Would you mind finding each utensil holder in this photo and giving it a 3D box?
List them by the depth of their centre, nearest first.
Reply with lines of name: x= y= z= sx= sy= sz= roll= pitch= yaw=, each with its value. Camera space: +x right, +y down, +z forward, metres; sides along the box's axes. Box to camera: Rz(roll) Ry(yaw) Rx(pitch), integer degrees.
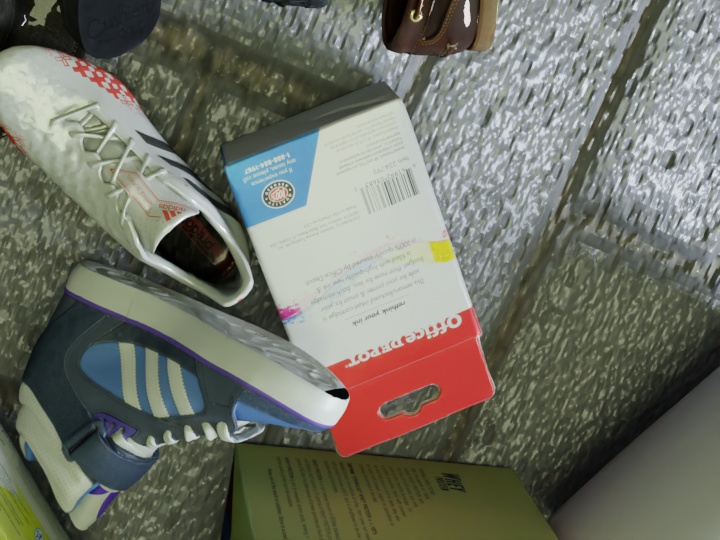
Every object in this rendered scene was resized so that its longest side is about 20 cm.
utensil holder: x=0.245 y=0.162 z=0.890 sx=0.199 sy=0.170 sz=0.170 roll=-40 pitch=108 yaw=6

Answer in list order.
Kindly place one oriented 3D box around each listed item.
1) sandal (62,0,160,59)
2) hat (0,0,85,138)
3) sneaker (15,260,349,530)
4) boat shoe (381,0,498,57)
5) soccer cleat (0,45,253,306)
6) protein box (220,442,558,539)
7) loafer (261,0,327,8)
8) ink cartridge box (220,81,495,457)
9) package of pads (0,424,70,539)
sandal: x=-0.136 y=-0.194 z=0.729 sx=0.076 sy=0.043 sz=0.201 roll=-35 pitch=148 yaw=-18
hat: x=-0.251 y=-0.150 z=0.757 sx=0.197 sy=0.081 sz=0.204 roll=-2 pitch=105 yaw=-9
sneaker: x=-0.115 y=0.095 z=0.806 sx=0.198 sy=0.080 sz=0.148 roll=24 pitch=95 yaw=19
boat shoe: x=0.046 y=-0.225 z=0.792 sx=0.069 sy=0.070 sz=0.203 roll=-3 pitch=106 yaw=-13
soccer cleat: x=-0.134 y=-0.053 z=0.788 sx=0.069 sy=0.085 sz=0.200 roll=-43 pitch=119 yaw=2
protein box: x=0.017 y=0.217 z=0.845 sx=0.197 sy=0.199 sz=0.137 roll=7 pitch=105 yaw=-12
loafer: x=-0.020 y=-0.251 z=0.779 sx=0.069 sy=0.068 sz=0.203 roll=11 pitch=109 yaw=-21
ink cartridge box: x=0.000 y=0.000 z=0.850 sx=0.115 sy=0.067 sz=0.203 roll=-21 pitch=108 yaw=-3
package of pads: x=-0.278 y=0.185 z=0.834 sx=0.198 sy=0.068 sz=0.156 roll=-22 pitch=109 yaw=12
